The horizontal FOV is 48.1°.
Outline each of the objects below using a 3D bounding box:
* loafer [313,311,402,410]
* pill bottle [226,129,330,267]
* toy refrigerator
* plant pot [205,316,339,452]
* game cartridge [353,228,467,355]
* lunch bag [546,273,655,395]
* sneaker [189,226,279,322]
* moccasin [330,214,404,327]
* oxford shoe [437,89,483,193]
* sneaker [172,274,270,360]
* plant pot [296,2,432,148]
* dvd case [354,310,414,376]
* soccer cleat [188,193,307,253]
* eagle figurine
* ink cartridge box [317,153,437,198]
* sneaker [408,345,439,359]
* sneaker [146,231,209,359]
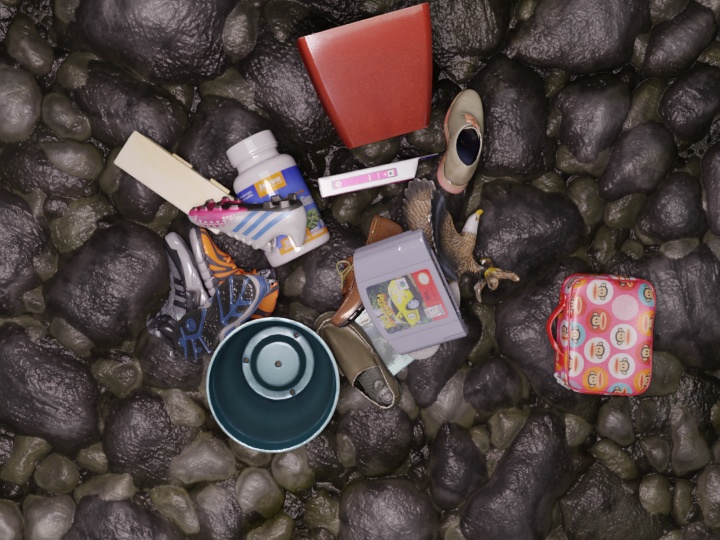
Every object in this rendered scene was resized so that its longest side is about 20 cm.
[{"bbox_3d":[0.000,0.150,1.325,0.075,0.070,0.200,-43,94,1],"label":"loafer"},{"bbox_3d":[-0.138,-0.118,1.303,0.111,0.112,0.202,-26,95,-1],"label":"pill bottle"},{"bbox_3d":[-0.292,-0.144,1.313,0.199,0.076,0.070,35,91,-4],"label":"toy refrigerator"},{"bbox_3d":[-0.133,0.162,1.281,0.196,0.188,0.204,0,94,-3],"label":"plant pot"},{"bbox_3d":[0.071,0.040,1.242,0.131,0.041,0.202,-16,120,21],"label":"game cartridge"},{"bbox_3d":[0.399,0.107,1.358,0.173,0.082,0.204,4,94,-2],"label":"lunch bag"},{"bbox_3d":[-0.200,0.002,1.317,0.111,0.078,0.202,-24,120,-8],"label":"sneaker"},{"bbox_3d":[0.000,0.000,1.320,0.077,0.074,0.203,27,77,2],"label":"moccasin"},{"bbox_3d":[0.175,-0.221,1.298,0.070,0.074,0.203,17,60,-13],"label":"oxford shoe"},{"bbox_3d":[-0.215,0.074,1.257,0.199,0.077,0.076,-35,83,26],"label":"sneaker"},{"bbox_3d":[0.018,-0.300,1.270,0.197,0.200,0.179,-16,105,-2],"label":"plant pot"},{"bbox_3d":[0.049,0.093,1.370,0.199,0.022,0.147,-37,94,-1],"label":"dvd case"},{"bbox_3d":[-0.173,-0.066,1.232,0.197,0.070,0.088,0,110,22],"label":"soccer cleat"},{"bbox_3d":[0.146,-0.048,1.311,0.199,0.151,0.152,33,51,-20],"label":"eagle figurine"},{"bbox_3d":[0.028,-0.154,1.318,0.197,0.095,0.038,-14,94,-2],"label":"ink cartridge box"},{"bbox_3d":[0.097,0.044,1.328,0.074,0.106,0.203,-3,123,1],"label":"sneaker"},{"bbox_3d":[-0.306,0.046,1.321,0.112,0.075,0.203,-22,97,-4],"label":"sneaker"}]
